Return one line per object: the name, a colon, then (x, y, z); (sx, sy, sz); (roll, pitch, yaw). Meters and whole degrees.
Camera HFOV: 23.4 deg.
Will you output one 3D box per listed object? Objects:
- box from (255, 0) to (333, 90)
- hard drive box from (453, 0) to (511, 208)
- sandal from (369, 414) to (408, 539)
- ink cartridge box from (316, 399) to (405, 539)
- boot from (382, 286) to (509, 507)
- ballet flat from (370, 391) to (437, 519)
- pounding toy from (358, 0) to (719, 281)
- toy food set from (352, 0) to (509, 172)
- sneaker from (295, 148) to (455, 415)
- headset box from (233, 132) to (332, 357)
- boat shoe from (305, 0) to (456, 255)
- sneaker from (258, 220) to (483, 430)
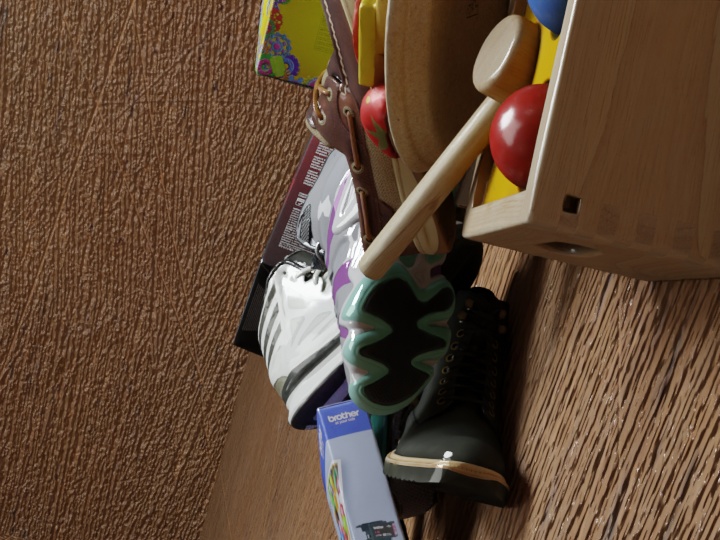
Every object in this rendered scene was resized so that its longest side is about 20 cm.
box: (0.021, -0.229, 1.481); (0.193, 0.199, 0.122); (-95, 19, -65)
hard drive box: (0.118, -0.153, 1.073); (0.156, 0.076, 0.201); (-87, 12, -56)
sandal: (0.011, 0.133, 1.350); (0.075, 0.048, 0.201); (11, -121, -67)
ink cartridge box: (0.004, 0.175, 1.189); (0.120, 0.042, 0.201); (88, 169, -59)
boot: (0.067, 0.074, 1.120); (0.200, 0.077, 0.139); (178, 109, -82)
ballet flat: (0.037, 0.086, 1.298); (0.072, 0.072, 0.201); (151, 120, -81)
pounding toy: (0.098, -0.073, 0.819); (0.200, 0.142, 0.185); (169, 113, -82)
toy food set: (0.041, -0.154, 0.939); (0.200, 0.048, 0.199); (-55, -30, -54)
sneaker: (0.000, 0.000, 1.156); (0.140, 0.077, 0.201); (-14, 64, 58)
headset box: (-0.031, -0.038, 1.456); (0.149, 0.075, 0.201); (114, 176, -59)
boat shoe: (-0.001, -0.095, 1.030); (0.072, 0.072, 0.201); (-70, -35, -56)
sneaker: (-0.008, 0.010, 1.239); (0.201, 0.076, 0.116); (-46, 60, 24)
